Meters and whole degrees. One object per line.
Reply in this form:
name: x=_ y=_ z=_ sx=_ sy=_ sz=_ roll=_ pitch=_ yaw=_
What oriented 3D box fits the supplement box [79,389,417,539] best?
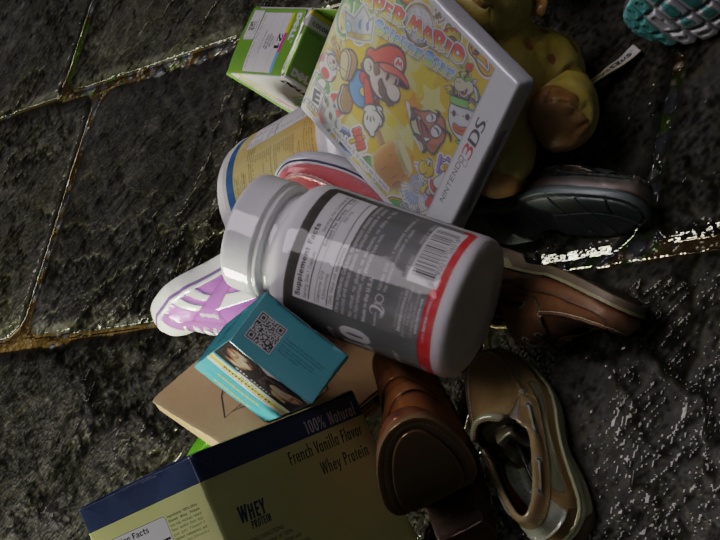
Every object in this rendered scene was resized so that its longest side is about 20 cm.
supplement box: x=-0.069 y=0.225 z=1.338 sx=0.134 sy=0.200 sz=0.200 roll=-28 pitch=84 yaw=38

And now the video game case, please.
video game case: x=0.039 y=-0.141 z=1.412 sx=0.200 sy=0.023 sz=0.182 roll=50 pitch=134 yaw=29

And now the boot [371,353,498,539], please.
boot: x=0.040 y=0.117 z=1.345 sx=0.074 sy=0.200 sz=0.155 roll=-22 pitch=52 yaw=3

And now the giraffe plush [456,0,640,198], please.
giraffe plush: x=0.110 y=-0.179 z=1.436 sx=0.200 sy=0.162 sz=0.173 roll=-44 pitch=22 yaw=-11

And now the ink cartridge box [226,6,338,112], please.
ink cartridge box: x=-0.007 y=-0.180 z=1.641 sx=0.200 sy=0.148 sz=0.076 roll=13 pitch=77 yaw=54

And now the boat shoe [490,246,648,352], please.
boat shoe: x=0.152 y=0.033 z=1.377 sx=0.200 sy=0.072 sz=0.068 roll=22 pitch=89 yaw=64

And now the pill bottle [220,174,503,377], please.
pill bottle: x=0.000 y=0.000 z=1.370 sx=0.200 sy=0.114 sz=0.114 roll=19 pitch=81 yaw=21

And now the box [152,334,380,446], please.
box: x=-0.071 y=0.103 z=1.559 sx=0.163 sy=0.021 sz=0.200 roll=-39 pitch=37 yaw=-20

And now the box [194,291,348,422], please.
box: x=-0.076 y=0.074 z=1.417 sx=0.049 sy=0.082 sz=0.200 roll=-53 pitch=5 yaw=-15

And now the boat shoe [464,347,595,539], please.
boat shoe: x=0.116 y=0.124 z=1.346 sx=0.072 sy=0.076 sz=0.200 roll=-48 pitch=37 yaw=18

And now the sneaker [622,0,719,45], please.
sneaker: x=0.295 y=-0.258 z=1.401 sx=0.200 sy=0.078 sz=0.091 roll=-35 pitch=28 yaw=27

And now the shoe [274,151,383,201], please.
shoe: x=0.005 y=-0.023 z=1.470 sx=0.072 sy=0.200 sz=0.091 roll=-58 pitch=-3 yaw=32

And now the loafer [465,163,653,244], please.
loafer: x=0.160 y=-0.066 z=1.428 sx=0.200 sy=0.072 sz=0.063 roll=-6 pitch=56 yaw=52

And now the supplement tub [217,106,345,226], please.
supplement tub: x=-0.018 y=-0.087 z=1.595 sx=0.200 sy=0.145 sz=0.145 roll=-25 pitch=49 yaw=39

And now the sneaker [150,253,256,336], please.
sneaker: x=-0.115 y=0.049 z=1.576 sx=0.200 sy=0.073 sz=0.114 roll=-30 pitch=74 yaw=48

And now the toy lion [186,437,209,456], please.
toy lion: x=-0.150 y=0.235 z=1.624 sx=0.192 sy=0.069 sz=0.200 roll=-15 pitch=56 yaw=55
